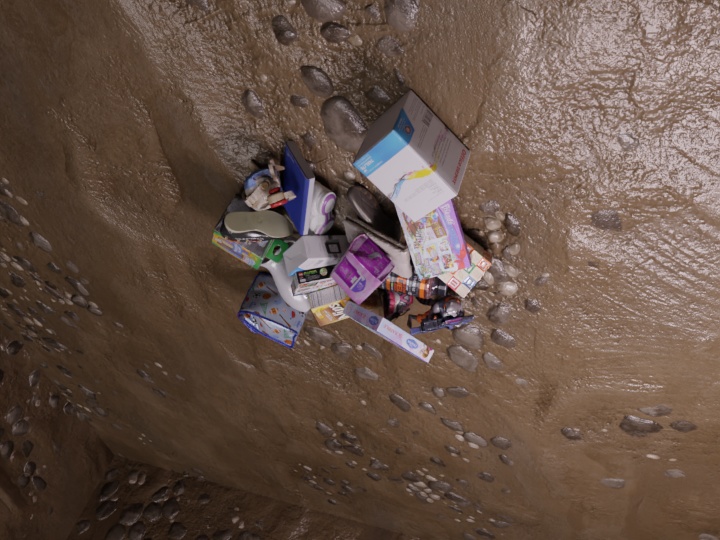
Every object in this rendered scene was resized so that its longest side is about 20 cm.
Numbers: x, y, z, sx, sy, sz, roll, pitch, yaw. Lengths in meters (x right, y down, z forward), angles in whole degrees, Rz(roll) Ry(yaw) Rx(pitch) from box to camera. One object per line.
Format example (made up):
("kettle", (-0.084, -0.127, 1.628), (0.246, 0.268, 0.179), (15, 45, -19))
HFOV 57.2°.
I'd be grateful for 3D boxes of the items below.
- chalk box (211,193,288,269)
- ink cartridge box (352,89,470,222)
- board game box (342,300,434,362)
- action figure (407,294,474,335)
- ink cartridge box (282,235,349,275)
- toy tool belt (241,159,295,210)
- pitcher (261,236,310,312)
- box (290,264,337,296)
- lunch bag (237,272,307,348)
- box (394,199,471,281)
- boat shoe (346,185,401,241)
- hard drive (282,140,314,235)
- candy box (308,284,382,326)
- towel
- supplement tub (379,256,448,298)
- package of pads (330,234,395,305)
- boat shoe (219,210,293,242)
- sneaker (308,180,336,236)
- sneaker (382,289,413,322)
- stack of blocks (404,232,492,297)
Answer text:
("chalk box", (-0.295, -0.094, 1.820), (0.197, 0.127, 0.124), (32, 160, -9))
("ink cartridge box", (0.114, -0.244, 1.437), (0.199, 0.149, 0.145), (40, 138, -19))
("board game box", (0.072, 0.164, 1.787), (0.198, 0.042, 0.198), (34, 174, -29))
("action figure", (0.194, 0.111, 1.768), (0.195, 0.108, 0.192), (-9, 176, -30))
("ink cartridge box", (-0.098, -0.042, 1.796), (0.196, 0.069, 0.115), (-3, 160, -40))
("toy tool belt", (-0.240, -0.219, 1.645), (0.199, 0.122, 0.126), (11, 122, 70))
("pitcher", (-0.185, 0.009, 1.916), (0.201, 0.122, 0.170), (49, 131, -11))
("box", (-0.090, 0.021, 1.824), (0.194, 0.036, 0.110), (-11, 164, -19))
("lunch bag", (-0.260, 0.114, 2.024), (0.195, 0.173, 0.125), (24, 142, -3))
("box", (0.175, -0.089, 1.582), (0.133, 0.039, 0.205), (-14, 106, 18))
("boat shoe", (0.022, -0.127, 1.678), (0.072, 0.076, 0.201), (-18, 124, 40))
("hard drive", (-0.160, -0.204, 1.662), (0.134, 0.025, 0.202), (58, 154, 29))
("candy box", (-0.040, 0.085, 1.879), (0.194, 0.057, 0.116), (-18, 149, 2))
("towel", (0.042, -0.059, 1.663), (0.197, 0.035, 0.133), (30, 161, 21))
("supplement tub", (0.139, 0.011, 1.747), (0.194, 0.109, 0.109), (12, 141, 14))
("package of pads", (0.000, 0.000, 1.674), (0.120, 0.076, 0.200), (43, 154, 1))
("boat shoe", (-0.272, -0.112, 1.734), (0.196, 0.076, 0.063), (0, 156, -32))
("sneaker", (-0.116, -0.161, 1.732), (0.099, 0.074, 0.202), (41, 147, 16))
("sneaker", (0.102, 0.101, 1.858), (0.072, 0.083, 0.200), (-4, 171, -4))
("stack of blocks", (0.217, -0.045, 1.643), (0.198, 0.059, 0.116), (38, 114, -2))
